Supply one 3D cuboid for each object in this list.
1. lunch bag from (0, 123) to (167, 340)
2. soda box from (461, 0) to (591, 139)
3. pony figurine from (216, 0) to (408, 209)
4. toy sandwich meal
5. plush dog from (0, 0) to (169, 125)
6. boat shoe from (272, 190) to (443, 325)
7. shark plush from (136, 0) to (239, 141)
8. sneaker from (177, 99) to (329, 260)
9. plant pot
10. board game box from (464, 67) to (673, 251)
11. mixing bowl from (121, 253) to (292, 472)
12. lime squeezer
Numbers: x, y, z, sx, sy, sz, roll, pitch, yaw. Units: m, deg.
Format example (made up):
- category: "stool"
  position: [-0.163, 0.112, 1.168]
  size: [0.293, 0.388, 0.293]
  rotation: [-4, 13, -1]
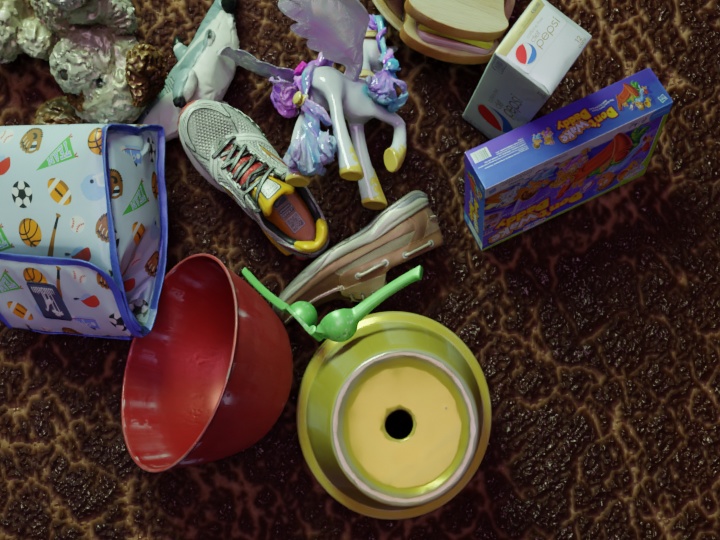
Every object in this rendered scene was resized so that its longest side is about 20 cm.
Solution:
- category: "lunch bag"
  position: [-0.280, -0.037, 0.810]
  size: [0.166, 0.124, 0.205]
  rotation: [3, 100, 19]
- category: "soda box"
  position: [0.154, -0.183, 0.813]
  size: [0.063, 0.200, 0.069]
  rotation: [37, 85, 2]
- category: "pony figurine"
  position: [-0.031, -0.181, 0.831]
  size: [0.190, 0.165, 0.205]
  rotation: [12, 69, -37]
- category: "toy sandwich meal"
  position: [0.088, -0.315, 0.864]
  size: [0.200, 0.070, 0.210]
  rotation: [4, 77, -18]
- category: "plush dog"
  position: [-0.272, -0.227, 0.847]
  size: [0.197, 0.160, 0.175]
  rotation: [-13, 100, 37]
- category: "boat shoe"
  position: [0.000, 0.000, 0.857]
  size: [0.198, 0.076, 0.072]
  rotation: [-35, 92, 0]
- category: "shark plush"
  position: [-0.175, -0.231, 0.877]
  size: [0.082, 0.090, 0.205]
  rotation: [13, 90, 31]
- category: "sneaker"
  position: [-0.099, -0.094, 0.838]
  size: [0.200, 0.082, 0.078]
  rotation: [44, 84, -12]
- category: "plant pot"
  position: [0.033, 0.137, 0.788]
  size: [0.196, 0.189, 0.206]
  rotation: [0, 84, -1]
- category: "board game box"
  position: [0.200, -0.106, 0.838]
  size: [0.197, 0.135, 0.045]
  rotation: [-25, 66, -4]
- category: "mixing bowl"
  position: [-0.134, 0.096, 0.804]
  size: [0.107, 0.198, 0.205]
  rotation: [20, 83, -39]
- category: "lime squeezer"
  position: [-0.039, 0.030, 0.786]
  size: [0.196, 0.038, 0.072]
  rotation: [0, 83, 29]
